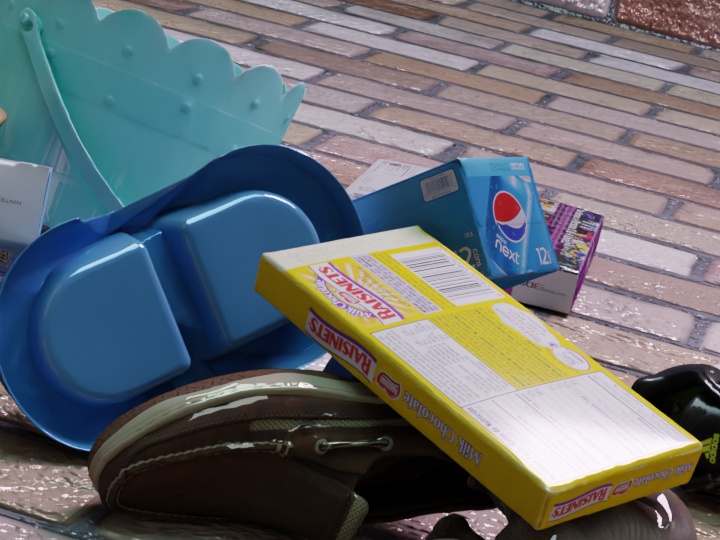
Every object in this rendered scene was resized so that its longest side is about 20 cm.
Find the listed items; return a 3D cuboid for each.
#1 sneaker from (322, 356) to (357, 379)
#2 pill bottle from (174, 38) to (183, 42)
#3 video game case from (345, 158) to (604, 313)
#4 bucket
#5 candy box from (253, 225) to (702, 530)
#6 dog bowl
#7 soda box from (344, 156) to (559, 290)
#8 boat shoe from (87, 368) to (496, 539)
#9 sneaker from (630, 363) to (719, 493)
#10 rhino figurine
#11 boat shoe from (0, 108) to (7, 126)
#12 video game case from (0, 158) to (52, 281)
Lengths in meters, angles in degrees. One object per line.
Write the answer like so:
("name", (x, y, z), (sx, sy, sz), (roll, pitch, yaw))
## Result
("sneaker", (0.053, 0.069, 1.184), (0.078, 0.070, 0.200), (43, 20, 22))
("pill bottle", (-0.224, -0.124, 1.575), (0.199, 0.112, 0.111), (11, 14, -4))
("video game case", (0.076, -0.028, 1.613), (0.180, 0.036, 0.200), (14, 15, 7))
("bucket", (-0.145, -0.086, 1.363), (0.206, 0.136, 0.207), (21, 2, -1))
("candy box", (0.050, 0.043, 1.025), (0.102, 0.027, 0.200), (-13, 39, -39))
("dog bowl", (-0.092, 0.013, 1.104), (0.199, 0.112, 0.050), (-25, 9, -24))
("soda box", (0.000, 0.000, 1.187), (0.199, 0.065, 0.068), (-19, -8, 36))
("boat shoe", (-0.018, 0.089, 1.016), (0.201, 0.075, 0.075), (-8, 51, -20))
("sneaker", (0.211, 0.095, 1.188), (0.087, 0.074, 0.200), (3, 12, -34))
("rhino figurine", (0.074, 0.124, 0.978), (0.087, 0.060, 0.199), (39, 29, 31))
("boat shoe", (-0.275, -0.079, 1.301), (0.073, 0.063, 0.200), (-50, 21, -28))
("video game case", (-0.257, -0.032, 1.184), (0.180, 0.046, 0.200), (9, -10, -8))
